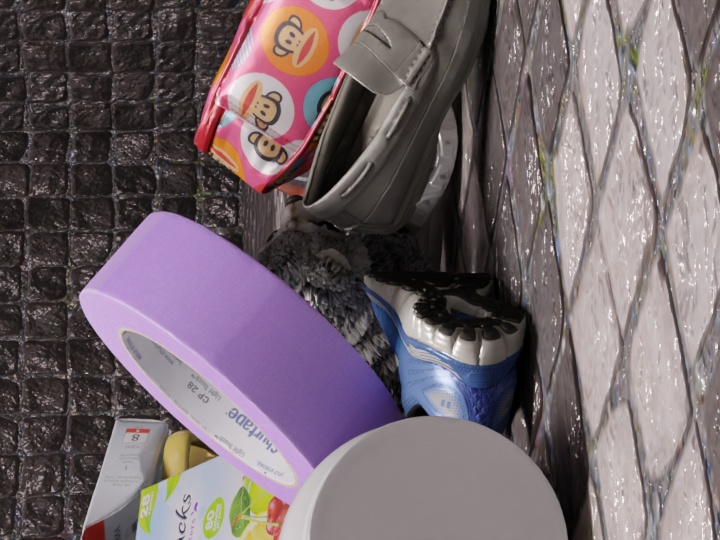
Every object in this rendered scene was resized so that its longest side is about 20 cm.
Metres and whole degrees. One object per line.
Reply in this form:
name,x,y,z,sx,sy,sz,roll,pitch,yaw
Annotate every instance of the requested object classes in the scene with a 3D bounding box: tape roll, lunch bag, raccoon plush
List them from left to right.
tape roll,-0.069,0.057,1.269,0.066,0.200,0.200,-49,-5,-15
lunch bag,-0.015,-0.155,1.386,0.201,0.082,0.176,-59,-7,25
raccoon plush,0.005,0.044,1.335,0.201,0.096,0.134,55,-161,-1

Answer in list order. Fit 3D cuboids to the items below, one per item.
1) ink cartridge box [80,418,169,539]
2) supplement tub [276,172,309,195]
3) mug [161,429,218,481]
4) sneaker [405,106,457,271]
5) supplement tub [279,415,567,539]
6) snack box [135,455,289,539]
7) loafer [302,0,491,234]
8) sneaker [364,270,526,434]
ink cartridge box,-0.177,0.234,1.639,0.201,0.050,0.163,-85,-3,-56
supplement tub,-0.036,-0.164,1.821,0.108,0.106,0.201,-97,8,-45
mug,-0.080,0.183,1.718,0.187,0.148,0.155,99,171,-72
sneaker,0.023,-0.049,1.436,0.099,0.077,0.202,-76,-7,-71
supplement tub,0.026,0.160,1.082,0.200,0.144,0.146,105,163,-68
snack box,-0.080,0.209,1.434,0.200,0.067,0.170,-29,49,49
loafer,0.021,-0.117,1.265,0.070,0.069,0.202,33,110,51
sneaker,0.043,0.051,1.225,0.200,0.078,0.090,-117,29,-76
